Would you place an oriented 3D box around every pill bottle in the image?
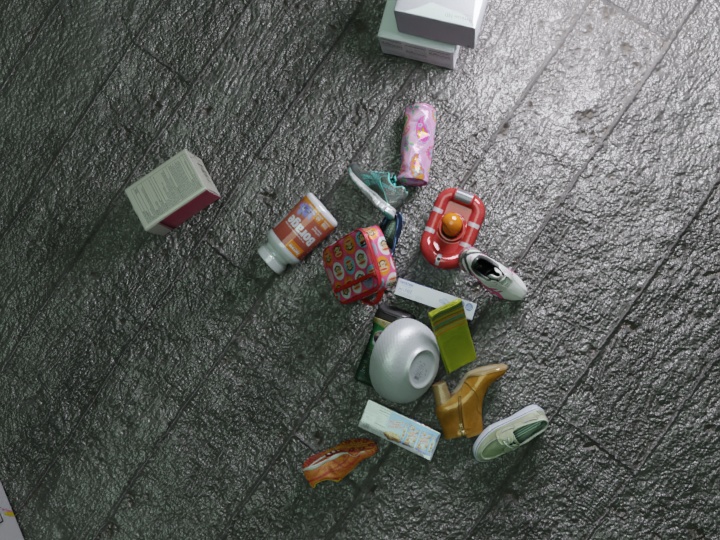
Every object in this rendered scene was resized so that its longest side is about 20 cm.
[{"bbox_3d":[-0.162,-0.090,1.751,0.200,0.112,0.112,-44,80,3],"label":"pill bottle"}]

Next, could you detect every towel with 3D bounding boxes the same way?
[{"bbox_3d":[0.221,0.158,1.636,0.085,0.202,0.018,-24,37,-4],"label":"towel"}]

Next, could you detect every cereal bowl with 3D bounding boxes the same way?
[{"bbox_3d":[0.118,0.219,1.628,0.082,0.198,0.204,15,86,47],"label":"cereal bowl"}]

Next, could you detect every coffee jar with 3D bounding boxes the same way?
[{"bbox_3d":[0.063,0.189,1.698,0.103,0.085,0.204,18,88,26],"label":"coffee jar"}]

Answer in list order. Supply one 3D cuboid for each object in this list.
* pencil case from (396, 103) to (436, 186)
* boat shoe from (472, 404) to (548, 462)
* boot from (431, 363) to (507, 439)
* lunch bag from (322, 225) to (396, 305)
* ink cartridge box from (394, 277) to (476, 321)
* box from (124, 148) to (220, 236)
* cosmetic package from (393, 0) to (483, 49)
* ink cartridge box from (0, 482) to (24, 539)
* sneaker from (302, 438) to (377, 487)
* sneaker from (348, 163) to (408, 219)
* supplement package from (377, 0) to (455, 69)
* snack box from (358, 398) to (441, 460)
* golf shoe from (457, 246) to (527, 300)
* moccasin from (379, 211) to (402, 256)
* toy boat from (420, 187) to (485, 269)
[{"bbox_3d":[0.140,-0.315,1.738,0.085,0.087,0.205,5,85,10],"label":"pencil case"},{"bbox_3d":[0.352,0.389,1.635,0.198,0.062,0.072,-37,104,4],"label":"boat shoe"},{"bbox_3d":[0.277,0.318,1.669,0.197,0.071,0.147,-19,91,5],"label":"boot"},{"bbox_3d":[0.000,0.000,1.684,0.081,0.199,0.180,-16,84,-38],"label":"lunch bag"},{"bbox_3d":[0.184,0.072,1.686,0.196,0.094,0.045,18,88,10],"label":"ink cartridge box"},{"bbox_3d":[-0.490,-0.201,1.818,0.198,0.109,0.129,-32,81,6],"label":"box"},{"bbox_3d":[0.201,-0.657,1.626,0.195,0.123,0.204,15,89,10],"label":"cosmetic package"},{"bbox_3d":[-1.010,0.670,1.807,0.145,0.145,0.203,-30,81,6],"label":"ink cartridge box"},{"bbox_3d":[-0.045,0.473,1.712,0.197,0.073,0.078,-23,103,11],"label":"sneaker"},{"bbox_3d":[0.048,-0.214,1.727,0.091,0.077,0.200,-44,58,4],"label":"sneaker"},{"bbox_3d":[0.161,-0.622,1.746,0.196,0.111,0.159,16,88,10],"label":"supplement package"},{"bbox_3d":[0.096,0.391,1.707,0.197,0.024,0.073,23,88,11],"label":"snack box"},{"bbox_3d":[0.320,0.020,1.644,0.198,0.092,0.073,30,96,-17],"label":"golf shoe"},{"bbox_3d":[0.048,-0.055,1.734,0.079,0.068,0.204,15,88,10],"label":"moccasin"},{"bbox_3d":[0.220,-0.104,1.678,0.128,0.131,0.204,21,88,11],"label":"toy boat"}]
